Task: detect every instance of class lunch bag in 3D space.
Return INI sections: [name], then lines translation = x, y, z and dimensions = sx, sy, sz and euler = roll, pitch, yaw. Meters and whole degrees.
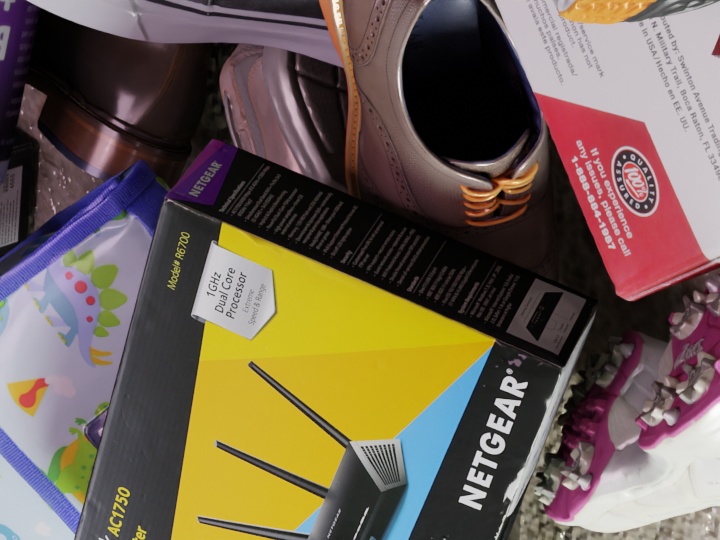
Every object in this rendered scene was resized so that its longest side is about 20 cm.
[lunch bag]
translation = -0.090, 0.060, 1.180
dimensions = 0.170, 0.127, 0.200
euler = 49, 137, -9

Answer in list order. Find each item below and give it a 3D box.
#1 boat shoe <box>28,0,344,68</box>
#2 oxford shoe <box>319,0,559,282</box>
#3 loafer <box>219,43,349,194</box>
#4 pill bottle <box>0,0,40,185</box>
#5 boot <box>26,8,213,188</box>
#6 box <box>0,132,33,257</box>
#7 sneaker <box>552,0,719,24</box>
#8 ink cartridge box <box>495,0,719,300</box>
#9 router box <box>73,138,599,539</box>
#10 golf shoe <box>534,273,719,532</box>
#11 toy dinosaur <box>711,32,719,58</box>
[boat shoe]
translation = -0.038, -0.122, 1.045
dimensions = 0.200, 0.072, 0.071
euler = 10, 130, -1
[oxford shoe]
translation = 0.033, -0.037, 1.010
dimensions = 0.073, 0.071, 0.200
euler = 59, 173, 49
[loafer]
translation = 0.000, 0.000, 1.111
dimensions = 0.063, 0.072, 0.200
euler = -17, 91, 51
[pill bottle]
translation = -0.186, -0.089, 1.161
dimensions = 0.111, 0.111, 0.200
euler = 20, 102, 44
[boot]
translation = -0.118, -0.119, 1.225
dimensions = 0.200, 0.075, 0.097
euler = 41, 112, 39
[box]
translation = -0.225, -0.004, 1.403
dimensions = 0.160, 0.044, 0.200
euler = 35, 130, 36
[sneaker]
translation = 0.102, -0.155, 0.798
dimensions = 0.200, 0.076, 0.092
euler = -55, 54, 36
[ink cartridge box]
translation = 0.140, -0.093, 0.890
dimensions = 0.200, 0.084, 0.144
euler = -28, 83, 52
[router box]
translation = -0.016, 0.069, 1.047
dimensions = 0.149, 0.051, 0.200
euler = 23, 126, 8
[golf shoe]
translation = 0.122, 0.059, 0.988
dimensions = 0.091, 0.075, 0.200
euler = 24, 163, -9
[toy dinosaur]
translation = 0.186, -0.141, 0.731
dimensions = 0.200, 0.105, 0.182
euler = 4, 88, 18
